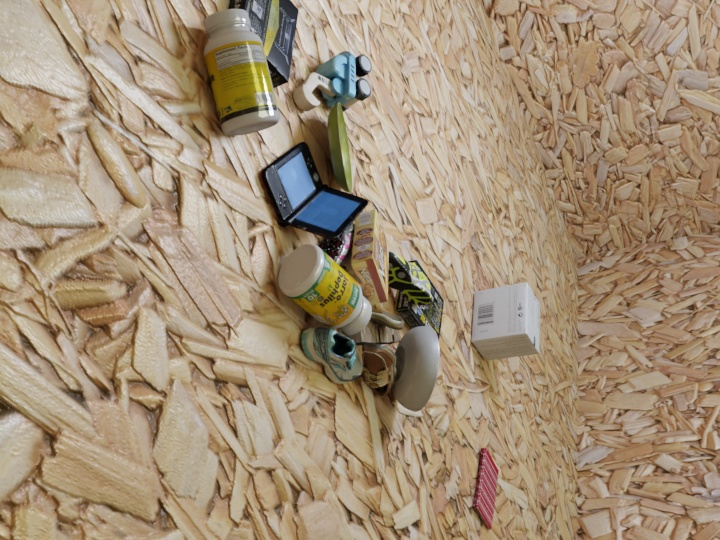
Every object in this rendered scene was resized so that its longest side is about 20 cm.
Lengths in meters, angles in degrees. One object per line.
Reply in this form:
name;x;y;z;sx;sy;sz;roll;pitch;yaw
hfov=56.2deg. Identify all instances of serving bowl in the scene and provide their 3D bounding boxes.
serving bowl;0.118;0.229;1.613;0.064;0.200;0.205;12;62;-16

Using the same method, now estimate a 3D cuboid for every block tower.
block tower;0.024;0.144;1.565;0.198;0.053;0.060;13;68;-59

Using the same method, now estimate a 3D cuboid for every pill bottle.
pill bottle;-0.065;0.046;1.357;0.200;0.111;0.115;43;44;-39
pill bottle;-0.222;-0.360;1.231;0.112;0.110;0.206;-20;97;-61

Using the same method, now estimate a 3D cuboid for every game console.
game console;-0.090;-0.171;1.400;0.200;0.116;0.176;-52;125;-55

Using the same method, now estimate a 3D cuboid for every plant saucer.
plant saucer;-0.048;-0.278;1.544;0.200;0.030;0.206;-8;90;-85

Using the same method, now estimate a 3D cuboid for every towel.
towel;0.389;0.671;2.084;0.146;0.022;0.203;59;36;-37

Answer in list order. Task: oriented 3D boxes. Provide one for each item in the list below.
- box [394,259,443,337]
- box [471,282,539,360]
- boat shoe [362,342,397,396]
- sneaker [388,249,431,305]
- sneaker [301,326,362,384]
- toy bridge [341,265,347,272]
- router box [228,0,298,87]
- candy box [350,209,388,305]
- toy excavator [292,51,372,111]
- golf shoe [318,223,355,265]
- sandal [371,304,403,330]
box;0.165;0.096;1.846;0.201;0.048;0.163;51;41;-41
box;0.485;0.172;2.248;0.131;0.196;0.203;47;41;-42
boat shoe;0.043;0.227;1.517;0.201;0.074;0.075;65;38;-57
sneaker;0.110;0.009;1.710;0.200;0.074;0.078;46;35;-36
sneaker;-0.040;0.179;1.402;0.200;0.084;0.079;42;46;-48
toy bridge;0.000;0.000;1.598;0.199;0.027;0.069;-32;110;-60
router box;-0.200;-0.505;1.382;0.157;0.051;0.205;39;48;-49
candy box;0.024;-0.032;1.498;0.202;0.054;0.117;-84;158;-54
toy excavator;-0.074;-0.437;1.571;0.197;0.098;0.200;19;64;-43
golf shoe;-0.045;-0.042;1.483;0.093;0.071;0.202;61;33;-32
sandal;0.023;0.077;1.516;0.197;0.055;0.080;24;12;-28
